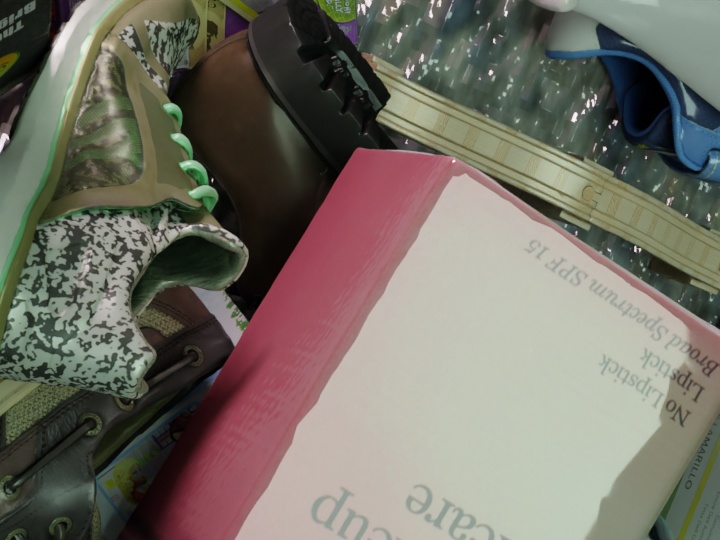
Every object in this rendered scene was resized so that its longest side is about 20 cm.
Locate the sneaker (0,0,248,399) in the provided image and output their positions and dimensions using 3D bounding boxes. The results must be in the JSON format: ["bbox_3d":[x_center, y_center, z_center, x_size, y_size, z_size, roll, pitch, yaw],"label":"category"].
[{"bbox_3d":[-0.077,-0.020,0.812,0.088,0.200,0.077,21,133,1],"label":"sneaker"}]

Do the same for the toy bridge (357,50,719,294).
[{"bbox_3d":[0.074,-0.035,0.968,0.200,0.067,0.027,24,90,-30],"label":"toy bridge"}]

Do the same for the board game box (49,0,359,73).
[{"bbox_3d":[-0.064,-0.173,0.889,0.120,0.032,0.200,-10,106,-21],"label":"board game box"}]

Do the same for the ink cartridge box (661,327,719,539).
[{"bbox_3d":[0.209,0.081,0.987,0.048,0.200,0.146,22,91,-32],"label":"ink cartridge box"}]

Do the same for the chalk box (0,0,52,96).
[{"bbox_3d":[-0.180,-0.099,0.773,0.125,0.200,0.124,-36,82,-18],"label":"chalk box"}]

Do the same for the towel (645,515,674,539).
[{"bbox_3d":[0.115,0.200,0.975,0.048,0.200,0.171,-6,107,1],"label":"towel"}]

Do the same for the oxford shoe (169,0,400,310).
[{"bbox_3d":[0.000,0.000,0.913,0.084,0.073,0.200,-32,99,17],"label":"oxford shoe"}]

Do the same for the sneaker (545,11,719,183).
[{"bbox_3d":[0.153,-0.064,1.002,0.200,0.074,0.082,42,80,-19],"label":"sneaker"}]

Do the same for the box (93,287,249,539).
[{"bbox_3d":[-0.111,0.088,0.879,0.200,0.039,0.137,-36,82,-16],"label":"box"}]

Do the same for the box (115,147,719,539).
[{"bbox_3d":[0.013,0.075,0.814,0.128,0.109,0.200,32,84,-17],"label":"box"}]

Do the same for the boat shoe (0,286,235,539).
[{"bbox_3d":[-0.112,0.070,0.815,0.065,0.073,0.200,38,62,1],"label":"boat shoe"}]

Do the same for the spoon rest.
[{"bbox_3d":[0.139,-0.102,0.931,0.200,0.061,0.100,10,94,-35],"label":"spoon rest"}]
